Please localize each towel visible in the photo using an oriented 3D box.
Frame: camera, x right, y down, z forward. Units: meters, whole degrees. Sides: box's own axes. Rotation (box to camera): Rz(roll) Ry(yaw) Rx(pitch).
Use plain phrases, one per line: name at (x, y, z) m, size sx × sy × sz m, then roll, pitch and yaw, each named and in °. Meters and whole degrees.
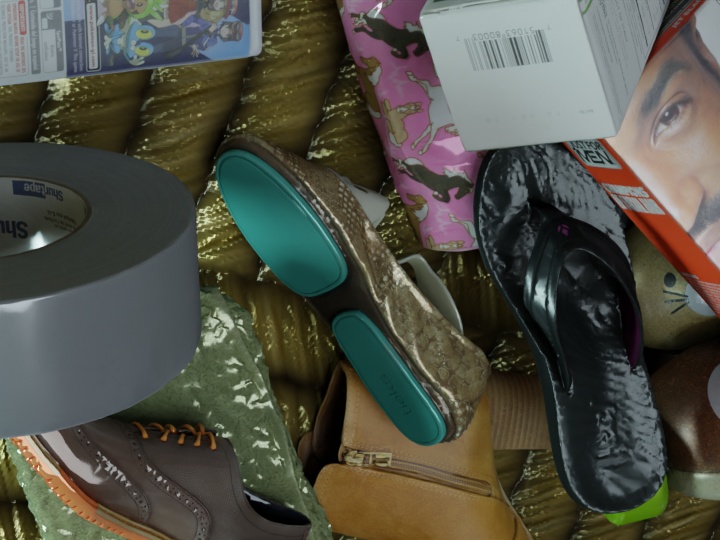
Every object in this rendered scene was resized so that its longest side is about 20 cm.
towel at (-0.101, 0.112, 1.192) m, size 0.148 × 0.037 × 0.201 m, roll -21°, pitch 117°, yaw -1°

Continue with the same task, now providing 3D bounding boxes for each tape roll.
tape roll at (-0.173, 0.005, 1.034) m, size 0.200 × 0.200 × 0.066 m, roll -11°, pitch 114°, yaw -21°

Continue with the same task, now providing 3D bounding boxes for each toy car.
toy car at (0.185, 0.015, 1.245) m, size 0.164 × 0.158 × 0.201 m, roll -12°, pitch 104°, yaw -9°

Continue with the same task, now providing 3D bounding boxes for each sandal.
sandal at (0.116, 0.026, 1.146) m, size 0.075 × 0.048 × 0.201 m, roll -22°, pitch 99°, yaw -17°

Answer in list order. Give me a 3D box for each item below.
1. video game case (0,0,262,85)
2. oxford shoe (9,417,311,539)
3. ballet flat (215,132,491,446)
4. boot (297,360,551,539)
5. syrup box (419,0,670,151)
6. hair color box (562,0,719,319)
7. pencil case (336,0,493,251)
video game case at (-0.135, -0.190, 1.077) m, size 0.182 × 0.023 × 0.201 m, roll -9°, pitch 113°, yaw -21°
oxford shoe at (-0.107, 0.096, 1.132) m, size 0.073 × 0.071 × 0.200 m, roll -46°, pitch 123°, yaw 2°
ballet flat at (0.000, 0.000, 1.188) m, size 0.065 × 0.070 × 0.200 m, roll -45°, pitch 108°, yaw -35°
boot at (0.030, 0.144, 1.269) m, size 0.143 × 0.071 × 0.202 m, roll 2°, pitch 106°, yaw -19°
syrup box at (0.101, -0.146, 1.101) m, size 0.078 × 0.200 × 0.082 m, roll -4°, pitch 125°, yaw 25°
hair color box at (0.202, -0.042, 1.143) m, size 0.111 × 0.064 × 0.200 m, roll -47°, pitch 105°, yaw -8°
pencil case at (0.041, -0.107, 1.159) m, size 0.086 × 0.083 × 0.201 m, roll -12°, pitch 118°, yaw 9°
